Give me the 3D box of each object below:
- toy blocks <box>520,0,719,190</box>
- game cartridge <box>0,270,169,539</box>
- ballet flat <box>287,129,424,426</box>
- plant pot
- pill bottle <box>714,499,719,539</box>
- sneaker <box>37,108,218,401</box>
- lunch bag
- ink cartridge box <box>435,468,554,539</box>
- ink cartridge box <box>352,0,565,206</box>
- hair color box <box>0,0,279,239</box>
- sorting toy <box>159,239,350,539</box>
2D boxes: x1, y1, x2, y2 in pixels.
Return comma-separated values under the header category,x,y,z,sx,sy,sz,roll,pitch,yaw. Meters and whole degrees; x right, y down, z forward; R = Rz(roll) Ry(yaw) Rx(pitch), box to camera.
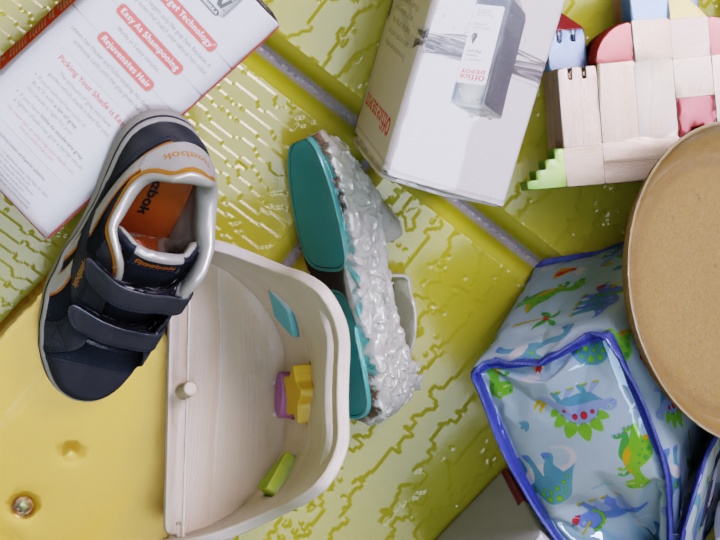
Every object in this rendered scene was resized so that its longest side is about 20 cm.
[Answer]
category,x,y,z,sx,sy,sz,roll,pitch,yaw
toy blocks,0.194,-0.127,1.694,0.200,0.100,0.137,-5,91,-6
game cartridge,-0.188,0.115,1.727,0.176,0.032,0.200,42,92,-13
ballet flat,0.000,0.000,1.713,0.072,0.072,0.200,-11,105,-4
plant pot,0.231,0.008,1.621,0.200,0.027,0.200,5,81,-35
pill bottle,0.296,0.156,1.695,0.200,0.120,0.120,-45,108,-38
sneaker,-0.145,0.004,1.637,0.078,0.079,0.200,9,114,-26
lunch bag,0.173,0.100,1.679,0.127,0.170,0.200,-14,108,27
ink cartridge box,0.148,0.240,1.732,0.200,0.146,0.083,42,95,-13
ink cartridge box,0.067,-0.153,1.636,0.085,0.146,0.200,16,100,-11
hair color box,-0.158,-0.126,1.660,0.200,0.061,0.102,-41,104,4
sorting toy,-0.051,0.076,1.635,0.107,0.180,0.200,3,85,-22
